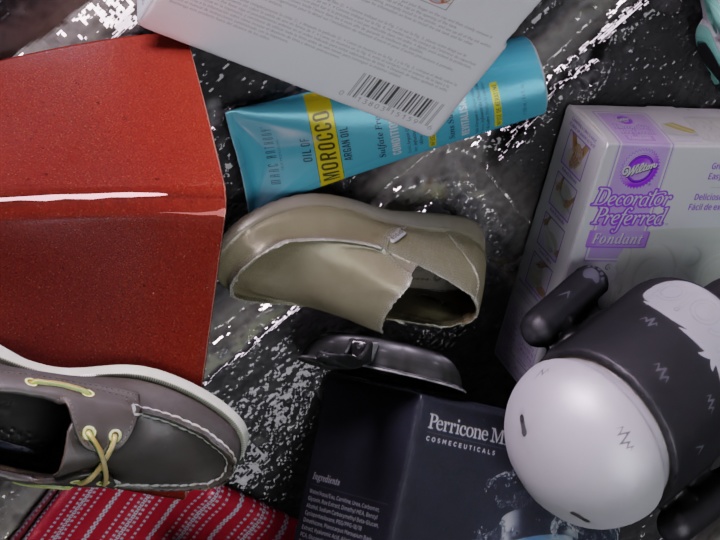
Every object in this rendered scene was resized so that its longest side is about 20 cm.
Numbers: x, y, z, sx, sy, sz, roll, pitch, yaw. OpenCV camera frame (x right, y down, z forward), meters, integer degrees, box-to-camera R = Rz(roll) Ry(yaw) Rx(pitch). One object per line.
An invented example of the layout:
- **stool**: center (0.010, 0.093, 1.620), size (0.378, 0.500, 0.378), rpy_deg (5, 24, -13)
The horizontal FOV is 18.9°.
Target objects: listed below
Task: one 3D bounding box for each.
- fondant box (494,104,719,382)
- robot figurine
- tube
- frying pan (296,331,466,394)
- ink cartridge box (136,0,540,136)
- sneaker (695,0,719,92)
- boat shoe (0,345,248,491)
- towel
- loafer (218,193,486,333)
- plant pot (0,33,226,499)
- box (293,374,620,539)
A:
- **fondant box**: center (0.188, -0.012, 1.479), size (0.143, 0.058, 0.202), rpy_deg (-1, 121, -26)
- **robot figurine**: center (0.182, 0.083, 1.405), size (0.199, 0.150, 0.126), rpy_deg (-34, 139, -33)
- **tube**: center (0.017, -0.096, 1.348), size (0.198, 0.050, 0.078), rpy_deg (-17, 123, -8)
- **frying pan**: center (-0.007, 0.054, 1.389), size (0.189, 0.114, 0.031), rpy_deg (21, 79, -52)
- **ink cartridge box**: center (-0.003, -0.172, 1.218), size (0.199, 0.044, 0.174), rpy_deg (19, 136, -22)
- **sneaker**: center (0.280, -0.189, 1.391), size (0.139, 0.078, 0.201), rpy_deg (-31, 131, -4)
- **boat shoe**: center (-0.157, 0.086, 1.137), size (0.199, 0.061, 0.072), rpy_deg (13, 120, -9)
- **towel**: center (-0.143, 0.198, 1.479), size (0.199, 0.023, 0.145), rpy_deg (29, 105, -38)
- **loafer**: center (0.000, 0.000, 1.374), size (0.198, 0.069, 0.076), rpy_deg (-1, 141, -27)
- **plant pot**: center (-0.183, -0.009, 1.217), size (0.174, 0.200, 0.202), rpy_deg (2, 122, -14)
- **box**: center (0.064, 0.190, 1.468), size (0.195, 0.117, 0.202), rpy_deg (14, 85, -34)
